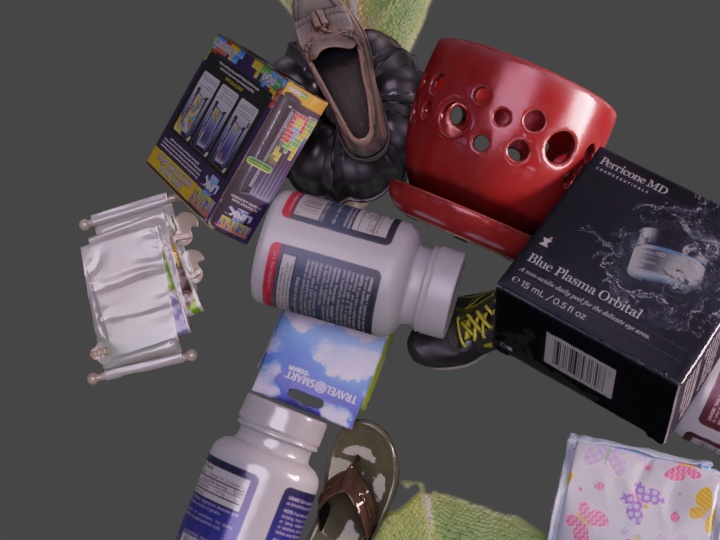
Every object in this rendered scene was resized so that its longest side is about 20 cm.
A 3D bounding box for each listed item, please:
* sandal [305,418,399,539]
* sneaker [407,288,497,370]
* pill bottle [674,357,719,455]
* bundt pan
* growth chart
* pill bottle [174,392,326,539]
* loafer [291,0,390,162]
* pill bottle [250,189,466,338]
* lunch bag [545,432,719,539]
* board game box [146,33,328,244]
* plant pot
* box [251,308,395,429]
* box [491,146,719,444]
[{"bbox_3d":[-0.013,0.253,1.479,0.079,0.057,0.202,16,77,8],"label":"sandal"},{"bbox_3d":[0.141,0.045,1.481,0.199,0.085,0.075,-20,78,2],"label":"sneaker"},{"bbox_3d":[0.382,0.132,1.427,0.199,0.114,0.115,25,85,9],"label":"pill bottle"},{"bbox_3d":[-0.020,-0.177,1.539,0.200,0.076,0.203,-1,81,7],"label":"bundt pan"},{"bbox_3d":[-0.238,0.017,1.563,0.144,0.018,0.201,-8,81,5],"label":"growth chart"},{"bbox_3d":[-0.111,0.235,1.465,0.119,0.120,0.201,21,84,9],"label":"pill bottle"},{"bbox_3d":[-0.020,-0.211,1.472,0.072,0.063,0.201,-22,80,4],"label":"loafer"},{"bbox_3d":[0.000,0.000,1.440,0.199,0.120,0.120,16,84,8],"label":"pill bottle"},{"bbox_3d":[0.268,0.275,1.415,0.168,0.127,0.201,10,92,10],"label":"lunch bag"},{"bbox_3d":[-0.132,-0.140,1.481,0.057,0.200,0.166,25,100,-33],"label":"board game box"},{"bbox_3d":[0.137,-0.116,1.455,0.199,0.200,0.184,23,94,9],"label":"plant pot"},{"bbox_3d":[-0.024,0.056,1.516,0.121,0.048,0.201,20,82,9],"label":"box"},{"bbox_3d":[0.259,0.020,1.366,0.196,0.118,0.200,29,62,21],"label":"box"}]
